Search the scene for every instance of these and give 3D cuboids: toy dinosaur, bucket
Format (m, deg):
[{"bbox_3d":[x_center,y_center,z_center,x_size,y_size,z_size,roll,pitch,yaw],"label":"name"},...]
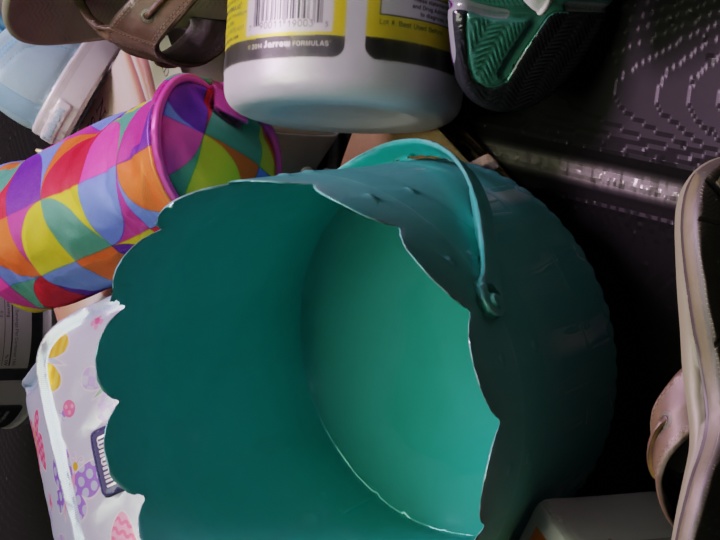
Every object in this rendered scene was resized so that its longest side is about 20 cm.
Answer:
[{"bbox_3d":[0.000,0.000,0.945,0.088,0.047,0.201,46,126,27],"label":"toy dinosaur"},{"bbox_3d":[0.002,0.046,0.842,0.205,0.134,0.210,8,104,33],"label":"bucket"}]

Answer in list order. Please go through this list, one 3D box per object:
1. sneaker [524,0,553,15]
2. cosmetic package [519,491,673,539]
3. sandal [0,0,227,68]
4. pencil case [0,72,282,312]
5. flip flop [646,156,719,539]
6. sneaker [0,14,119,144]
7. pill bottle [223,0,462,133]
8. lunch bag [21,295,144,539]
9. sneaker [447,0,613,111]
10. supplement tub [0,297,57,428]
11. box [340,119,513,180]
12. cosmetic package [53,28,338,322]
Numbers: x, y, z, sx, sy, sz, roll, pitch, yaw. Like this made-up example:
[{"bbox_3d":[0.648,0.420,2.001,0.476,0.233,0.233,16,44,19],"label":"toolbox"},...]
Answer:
[{"bbox_3d":[0.135,-0.156,0.774,0.199,0.075,0.089,-14,118,36],"label":"sneaker"},{"bbox_3d":[0.087,0.201,0.826,0.102,0.071,0.201,52,131,43],"label":"cosmetic package"},{"bbox_3d":[-0.081,-0.135,0.978,0.080,0.198,0.058,89,-179,-50],"label":"sandal"},{"bbox_3d":[-0.124,-0.038,0.989,0.199,0.088,0.089,-15,77,48],"label":"pencil case"},{"bbox_3d":[0.139,0.058,0.748,0.057,0.080,0.202,-17,72,62],"label":"flip flop"},{"bbox_3d":[-0.168,-0.157,1.135,0.074,0.081,0.201,-52,13,35],"label":"sneaker"},{"bbox_3d":[-0.003,-0.170,0.910,0.112,0.111,0.203,-3,82,56],"label":"pill bottle"},{"bbox_3d":[-0.102,0.102,1.037,0.200,0.126,0.171,-38,63,61],"label":"lunch bag"},{"bbox_3d":[0.076,-0.173,0.874,0.088,0.074,0.202,-134,54,-74],"label":"sneaker"},{"bbox_3d":[-0.267,0.030,1.242,0.140,0.198,0.142,-3,86,56],"label":"supplement tub"},{"bbox_3d":[0.020,0.025,0.973,0.164,0.021,0.202,50,129,45],"label":"box"},{"bbox_3d":[-0.104,-0.051,1.102,0.200,0.087,0.104,-54,46,40],"label":"cosmetic package"}]
